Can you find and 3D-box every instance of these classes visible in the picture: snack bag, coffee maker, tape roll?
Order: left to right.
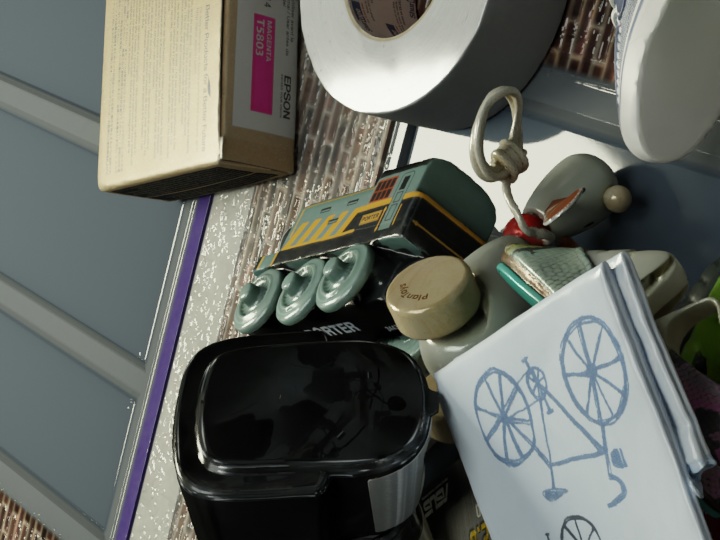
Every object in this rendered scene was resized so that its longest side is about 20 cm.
[{"bbox_3d":[-0.046,0.148,1.004,0.135,0.191,0.201,-125,20,-47],"label":"coffee maker"},{"bbox_3d":[0.045,-0.195,1.195,0.199,0.066,0.203,-10,77,50],"label":"tape roll"},{"bbox_3d":[0.110,0.112,0.868,0.188,0.021,0.202,-40,67,60],"label":"snack bag"}]

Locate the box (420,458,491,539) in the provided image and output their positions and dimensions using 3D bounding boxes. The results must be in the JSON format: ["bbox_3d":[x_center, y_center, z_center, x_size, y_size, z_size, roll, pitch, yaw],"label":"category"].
[{"bbox_3d":[0.096,0.173,1.033,0.200,0.048,0.160,130,136,-61],"label":"box"}]

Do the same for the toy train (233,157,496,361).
[{"bbox_3d":[0.000,0.000,1.124,0.199,0.085,0.115,-15,43,57],"label":"toy train"}]

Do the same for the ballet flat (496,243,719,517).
[{"bbox_3d":[0.141,0.034,0.888,0.071,0.069,0.200,-45,43,7],"label":"ballet flat"}]

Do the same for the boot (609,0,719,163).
[{"bbox_3d":[0.168,-0.160,1.046,0.090,0.072,0.202,9,82,58],"label":"boot"}]

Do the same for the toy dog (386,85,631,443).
[{"bbox_3d":[0.099,0.005,1.015,0.096,0.132,0.201,12,66,38],"label":"toy dog"}]

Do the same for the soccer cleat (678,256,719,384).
[{"bbox_3d":[0.163,0.074,1.008,0.081,0.067,0.202,39,116,48],"label":"soccer cleat"}]

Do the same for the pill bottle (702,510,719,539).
[{"bbox_3d":[0.226,0.087,0.889,0.113,0.112,0.202,38,112,47],"label":"pill bottle"}]

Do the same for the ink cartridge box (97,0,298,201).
[{"bbox_3d":[-0.122,-0.162,1.385,0.164,0.075,0.202,-7,78,48],"label":"ink cartridge box"}]

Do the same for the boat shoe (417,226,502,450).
[{"bbox_3d":[0.030,0.048,1.174,0.201,0.071,0.069,-64,27,26],"label":"boat shoe"}]
